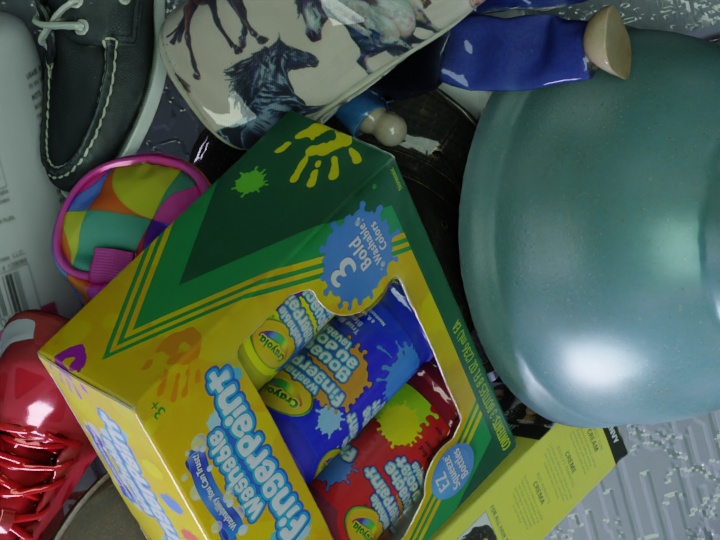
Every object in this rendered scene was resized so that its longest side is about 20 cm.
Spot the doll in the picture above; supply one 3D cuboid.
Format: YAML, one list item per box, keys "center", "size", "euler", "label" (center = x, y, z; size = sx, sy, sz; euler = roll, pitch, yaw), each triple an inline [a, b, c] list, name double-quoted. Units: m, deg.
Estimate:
- center: [0.029, -0.126, 1.336]
  size: [0.200, 0.048, 0.137]
  euler: [-1, 75, 22]
  label: "doll"

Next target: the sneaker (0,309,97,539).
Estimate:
- center: [-0.153, 0.100, 1.310]
  size: [0.078, 0.200, 0.116]
  euler: [20, 66, -3]
  label: "sneaker"

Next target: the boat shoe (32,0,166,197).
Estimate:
- center: [-0.127, -0.132, 1.349]
  size: [0.060, 0.076, 0.200]
  euler: [27, 62, -39]
  label: "boat shoe"

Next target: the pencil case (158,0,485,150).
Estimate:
- center: [0.009, -0.126, 1.271]
  size: [0.200, 0.078, 0.090]
  euler: [-31, 96, 25]
  label: "pencil case"

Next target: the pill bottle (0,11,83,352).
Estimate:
- center: [-0.202, -0.059, 1.373]
  size: [0.113, 0.113, 0.200]
  euler: [-14, 104, -1]
  label: "pill bottle"

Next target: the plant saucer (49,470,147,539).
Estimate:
- center: [-0.091, 0.175, 1.344]
  size: [0.200, 0.032, 0.201]
  euler: [-7, 100, -43]
  label: "plant saucer"

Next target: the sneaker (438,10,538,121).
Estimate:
- center: [0.042, -0.084, 1.416]
  size: [0.115, 0.074, 0.200]
  euler: [-20, 104, 11]
  label: "sneaker"

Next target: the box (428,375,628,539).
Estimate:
- center: [0.043, 0.126, 1.400]
  size: [0.200, 0.075, 0.050]
  euler: [-41, 120, -33]
  label: "box"

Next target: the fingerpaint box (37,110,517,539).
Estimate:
- center: [-0.031, 0.060, 1.277]
  size: [0.167, 0.073, 0.200]
  euler: [-44, 135, -22]
  label: "fingerpaint box"

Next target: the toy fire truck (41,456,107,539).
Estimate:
- center: [-0.160, 0.151, 1.441]
  size: [0.200, 0.112, 0.168]
  euler: [-7, 80, -4]
  label: "toy fire truck"

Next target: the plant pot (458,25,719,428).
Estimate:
- center: [0.162, -0.019, 1.350]
  size: [0.200, 0.134, 0.201]
  euler: [-4, 95, -45]
  label: "plant pot"

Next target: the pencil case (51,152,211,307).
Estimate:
- center: [-0.079, 0.031, 1.349]
  size: [0.088, 0.088, 0.200]
  euler: [-24, 140, 1]
  label: "pencil case"

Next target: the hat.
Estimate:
- center: [0.000, 0.000, 1.390]
  size: [0.200, 0.081, 0.201]
  euler: [8, 127, 10]
  label: "hat"
